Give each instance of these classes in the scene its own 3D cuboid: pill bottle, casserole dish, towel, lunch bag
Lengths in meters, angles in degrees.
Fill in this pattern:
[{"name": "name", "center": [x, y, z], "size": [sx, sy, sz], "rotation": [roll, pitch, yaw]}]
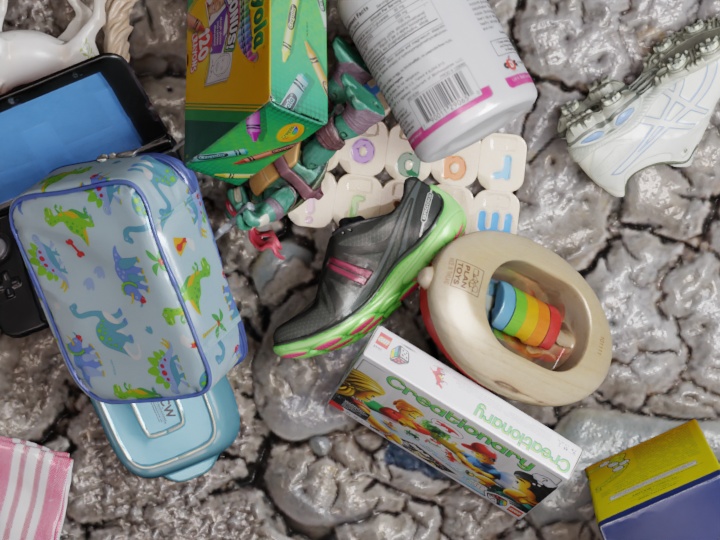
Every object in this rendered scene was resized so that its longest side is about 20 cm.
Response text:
[{"name": "pill bottle", "center": [0.051, -0.200, 1.542], "size": [0.113, 0.113, 0.201], "rotation": [-29, 84, 7]}, {"name": "casserole dish", "center": [-0.184, 0.093, 1.644], "size": [0.121, 0.039, 0.201], "rotation": [-21, 97, 7]}, {"name": "towel", "center": [-0.363, 0.211, 1.675], "size": [0.199, 0.030, 0.147], "rotation": [13, 98, 2]}, {"name": "lunch bag", "center": [-0.190, 0.006, 1.531], "size": [0.160, 0.082, 0.201], "rotation": [-8, 111, 32]}]

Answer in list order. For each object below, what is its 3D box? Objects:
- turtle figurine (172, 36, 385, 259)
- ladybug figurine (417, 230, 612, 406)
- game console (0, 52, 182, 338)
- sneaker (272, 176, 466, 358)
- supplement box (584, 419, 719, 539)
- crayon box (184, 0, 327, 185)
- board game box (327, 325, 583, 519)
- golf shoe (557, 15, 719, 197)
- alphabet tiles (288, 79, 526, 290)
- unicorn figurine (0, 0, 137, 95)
[{"name": "turtle figurine", "center": [-0.069, -0.097, 1.570], "size": [0.200, 0.101, 0.150], "rotation": [-41, 51, 19]}, {"name": "ladybug figurine", "center": [0.122, 0.042, 1.574], "size": [0.199, 0.072, 0.136], "rotation": [29, 63, -27]}, {"name": "game console", "center": [-0.251, -0.059, 1.581], "size": [0.199, 0.119, 0.173], "rotation": [-21, 78, 7]}, {"name": "sneaker", "center": [0.000, 0.000, 1.596], "size": [0.200, 0.077, 0.084], "rotation": [-42, 77, 4]}, {"name": "supplement box", "center": [0.258, 0.211, 1.549], "size": [0.109, 0.200, 0.109], "rotation": [-24, 95, 7]}, {"name": "crayon box", "center": [-0.084, -0.184, 1.506], "size": [0.058, 0.119, 0.201], "rotation": [19, 56, -34]}, {"name": "board game box", "center": [0.077, 0.131, 1.591], "size": [0.199, 0.126, 0.035], "rotation": [31, 63, -1]}, {"name": "golf shoe", "center": [0.267, -0.139, 1.577], "size": [0.199, 0.078, 0.097], "rotation": [-31, 112, 13]}, {"name": "alphabet tiles", "center": [0.040, -0.078, 1.617], "size": [0.199, 0.015, 0.197], "rotation": [6, 98, 3]}, {"name": "unicorn figurine", "center": [-0.290, -0.189, 1.591], "size": [0.199, 0.074, 0.138], "rotation": [5, 109, -3]}]
